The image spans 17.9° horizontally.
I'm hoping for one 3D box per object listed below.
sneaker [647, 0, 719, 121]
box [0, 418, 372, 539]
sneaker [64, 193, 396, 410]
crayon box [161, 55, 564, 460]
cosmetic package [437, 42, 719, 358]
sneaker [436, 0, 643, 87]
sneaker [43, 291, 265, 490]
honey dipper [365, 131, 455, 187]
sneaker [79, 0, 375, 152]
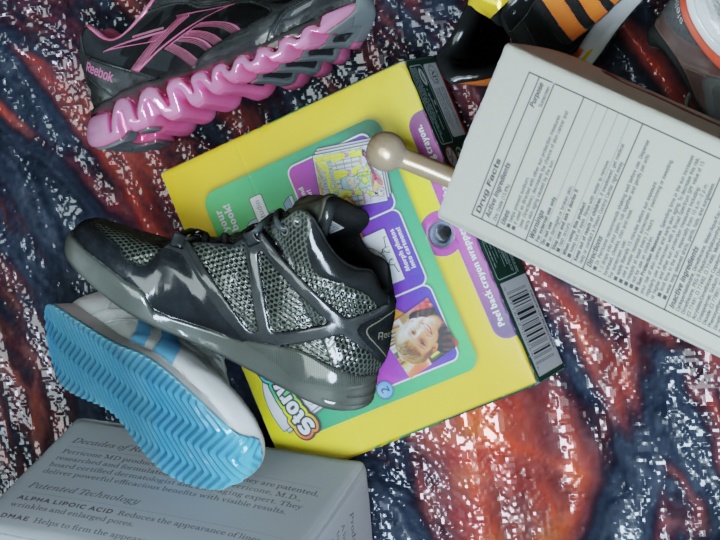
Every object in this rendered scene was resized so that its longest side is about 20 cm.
[{"bbox_3d":[0.232,-0.077,1.243,0.200,0.077,0.082,54,145,0],"label":"sneaker"},{"bbox_3d":[-0.101,0.213,1.343,0.199,0.131,0.199,7,118,22],"label":"box"},{"bbox_3d":[-0.068,-0.009,1.298,0.199,0.076,0.115,23,105,15],"label":"sneaker"},{"bbox_3d":[0.000,0.000,1.342,0.172,0.058,0.200,-23,89,24],"label":"crayon box"},{"bbox_3d":[0.155,-0.032,1.169,0.200,0.087,0.104,29,104,25],"label":"cosmetic package"},{"bbox_3d":[0.104,-0.162,1.215,0.070,0.090,0.200,61,149,23],"label":"sneaker"},{"bbox_3d":[-0.108,0.059,1.341,0.200,0.081,0.077,35,134,46],"label":"sneaker"},{"bbox_3d":[0.096,-0.032,1.273,0.199,0.038,0.038,21,105,-2],"label":"honey dipper"},{"bbox_3d":[-0.087,-0.142,1.357,0.200,0.079,0.096,-20,78,22],"label":"sneaker"}]
